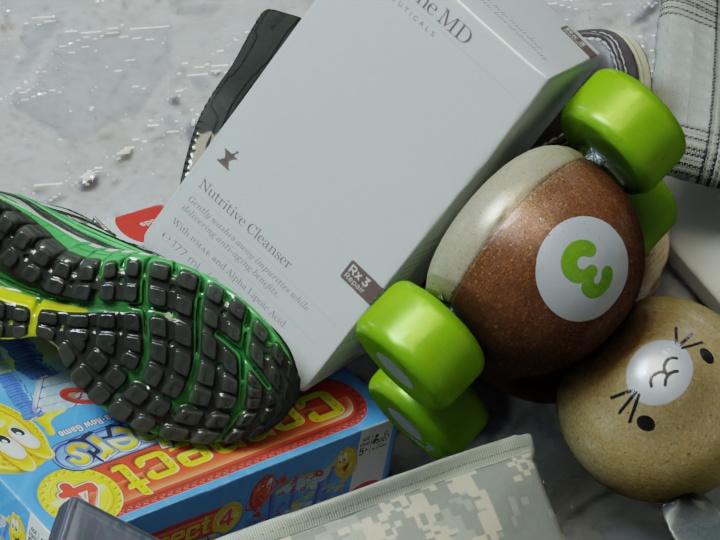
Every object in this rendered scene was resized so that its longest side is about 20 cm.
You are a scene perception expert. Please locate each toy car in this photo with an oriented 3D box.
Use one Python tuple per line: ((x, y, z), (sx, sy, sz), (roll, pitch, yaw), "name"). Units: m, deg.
((0.126, 0.046, 1.139), (0.200, 0.158, 0.164), (41, 78, 17), "toy car")

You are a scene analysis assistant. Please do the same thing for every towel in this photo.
((0.241, -0.099, 1.305), (0.191, 0.035, 0.201), (15, 43, 0), "towel")

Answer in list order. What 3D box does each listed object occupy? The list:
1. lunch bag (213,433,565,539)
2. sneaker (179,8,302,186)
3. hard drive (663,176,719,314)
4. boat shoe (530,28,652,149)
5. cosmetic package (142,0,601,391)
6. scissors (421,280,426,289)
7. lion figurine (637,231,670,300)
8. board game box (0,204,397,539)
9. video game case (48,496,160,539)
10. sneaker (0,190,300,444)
((-0.004, 0.180, 1.035), (0.199, 0.118, 0.165), (-15, 74, -20), "lunch bag")
((-0.021, -0.080, 1.350), (0.104, 0.060, 0.200), (19, 42, 4), "sneaker")
((0.212, -0.037, 1.312), (0.131, 0.027, 0.200), (-27, 51, -12), "hard drive")
((0.044, -0.065, 1.246), (0.199, 0.065, 0.072), (-19, 76, 26), "boat shoe")
((0.005, -0.057, 1.185), (0.113, 0.200, 0.081), (41, 27, 10), "cosmetic package")
((0.000, 0.000, 1.287), (0.199, 0.014, 0.073), (8, 47, -6), "scissors")
((0.074, -0.057, 1.305), (0.199, 0.072, 0.123), (21, 88, 25), "lion figurine")
((-0.119, 0.063, 1.220), (0.199, 0.056, 0.196), (-19, 45, -37), "board game box")
((-0.058, 0.199, 1.080), (0.199, 0.019, 0.143), (31, 49, -21), "video game case")
((-0.114, 0.010, 1.181), (0.199, 0.078, 0.085), (28, 16, 6), "sneaker")
